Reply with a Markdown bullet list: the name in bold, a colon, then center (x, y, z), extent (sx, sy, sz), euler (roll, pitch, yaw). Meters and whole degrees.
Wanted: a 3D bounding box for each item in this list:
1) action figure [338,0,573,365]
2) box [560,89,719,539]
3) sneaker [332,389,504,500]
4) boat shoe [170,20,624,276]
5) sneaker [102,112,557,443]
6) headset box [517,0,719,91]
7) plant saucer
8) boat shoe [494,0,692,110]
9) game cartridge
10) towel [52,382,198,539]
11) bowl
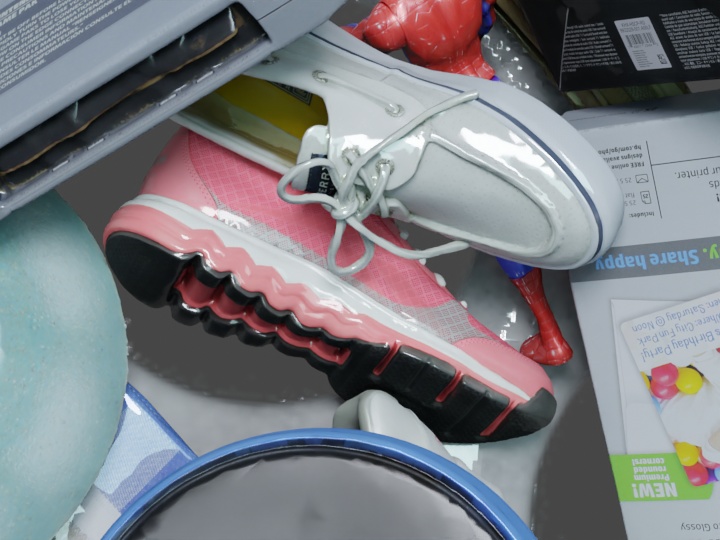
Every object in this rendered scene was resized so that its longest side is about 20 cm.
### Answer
- **action figure**: center (0.040, -0.063, 0.820), extent (0.065, 0.099, 0.200), euler (-32, 111, -14)
- **box**: center (0.166, 0.028, 0.761), extent (0.156, 0.041, 0.200), euler (-6, 108, 28)
- **sneaker**: center (-0.041, 0.125, 0.766), extent (0.200, 0.078, 0.099), euler (-44, 101, -21)
- **boat shoe**: center (-0.003, -0.044, 0.741), extent (0.202, 0.075, 0.086), euler (30, 46, 14)
- **sneaker**: center (0.000, 0.000, 0.796), extent (0.200, 0.074, 0.087), euler (28, 63, -10)
- **headset box**: center (0.172, -0.148, 0.737), extent (0.200, 0.149, 0.075), euler (-32, 105, -20)
- **plant saucer**: center (-0.192, 0.033, 0.759), extent (0.200, 0.039, 0.202), euler (0, 74, -1)
- **boat shoe**: center (0.106, -0.065, 0.824), extent (0.063, 0.073, 0.201), euler (-27, 87, 3)
- **game cartridge**: center (-0.093, -0.099, 0.743), extent (0.200, 0.133, 0.042), euler (-29, 122, 18)
- **towel**: center (-0.150, 0.127, 0.779), extent (0.200, 0.024, 0.147), euler (-44, 92, -12)
- **bowl**: center (-0.018, 0.153, 0.699), extent (0.200, 0.039, 0.201), euler (-1, 74, 4)
